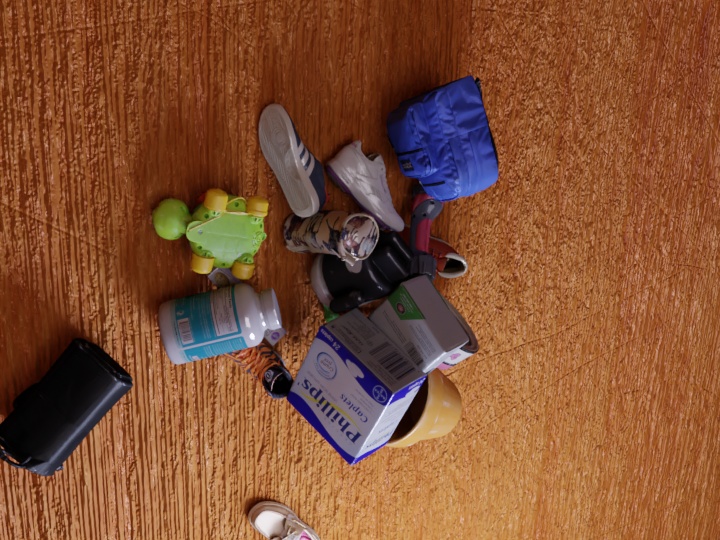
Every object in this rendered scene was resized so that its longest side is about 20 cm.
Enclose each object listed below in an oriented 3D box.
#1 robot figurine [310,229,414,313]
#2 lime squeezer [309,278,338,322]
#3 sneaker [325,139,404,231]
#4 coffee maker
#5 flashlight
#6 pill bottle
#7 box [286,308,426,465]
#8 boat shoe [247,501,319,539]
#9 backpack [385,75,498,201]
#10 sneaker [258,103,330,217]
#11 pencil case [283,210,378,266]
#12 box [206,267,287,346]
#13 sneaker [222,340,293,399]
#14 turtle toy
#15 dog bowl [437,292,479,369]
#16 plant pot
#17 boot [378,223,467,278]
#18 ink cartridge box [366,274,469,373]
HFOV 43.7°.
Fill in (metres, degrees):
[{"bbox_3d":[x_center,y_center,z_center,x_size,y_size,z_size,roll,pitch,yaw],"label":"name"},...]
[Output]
[{"bbox_3d":[0.001,0.000,1.631,0.149,0.198,0.127,-9,79,-54],"label":"robot figurine"},{"bbox_3d":[-0.031,0.079,1.742,0.198,0.037,0.072,27,64,-33],"label":"lime squeezer"},{"bbox_3d":[0.028,-0.152,1.651,0.100,0.075,0.200,-48,119,-6],"label":"sneaker"},{"bbox_3d":[-0.474,0.224,1.455,0.134,0.192,0.201,42,85,-17],"label":"coffee maker"},{"bbox_3d":[0.122,-0.070,1.677,0.067,0.068,0.203,12,58,-12],"label":"flashlight"},{"bbox_3d":[-0.239,0.087,1.544,0.197,0.111,0.112,-13,116,0],"label":"pill bottle"},{"bbox_3d":[-0.011,0.208,1.603,0.104,0.184,0.201,-23,148,-47],"label":"box"},{"bbox_3d":[-0.143,0.535,1.826,0.200,0.069,0.074,39,88,-34],"label":"boat shoe"},{"bbox_3d":[0.147,-0.225,1.627,0.166,0.162,0.202,-24,101,-14],"label":"backpack"},{"bbox_3d":[-0.111,-0.197,1.569,0.084,0.074,0.203,-34,108,-53],"label":"sneaker"},{"bbox_3d":[-0.057,-0.062,1.574,0.078,0.199,0.090,48,67,-30],"label":"pencil case"},{"bbox_3d":[-0.208,0.056,1.626,0.041,0.039,0.201,-41,123,-6],"label":"box"},{"bbox_3d":[-0.186,0.160,1.634,0.200,0.112,0.078,40,88,-34],"label":"sneaker"},{"bbox_3d":[-0.251,-0.074,1.516,0.198,0.101,0.148,8,105,-30],"label":"turtle toy"},{"bbox_3d":[0.136,0.107,1.751,0.199,0.201,0.074,32,111,-34],"label":"dog bowl"},{"bbox_3d":[0.105,0.260,1.798,0.182,0.199,0.202,25,96,-49],"label":"plant pot"},{"bbox_3d":[0.115,-0.036,1.730,0.198,0.107,0.076,11,106,-29],"label":"boot"},{"bbox_3d":[0.078,0.127,1.628,0.083,0.148,0.200,-19,161,-47],"label":"ink cartridge box"}]
